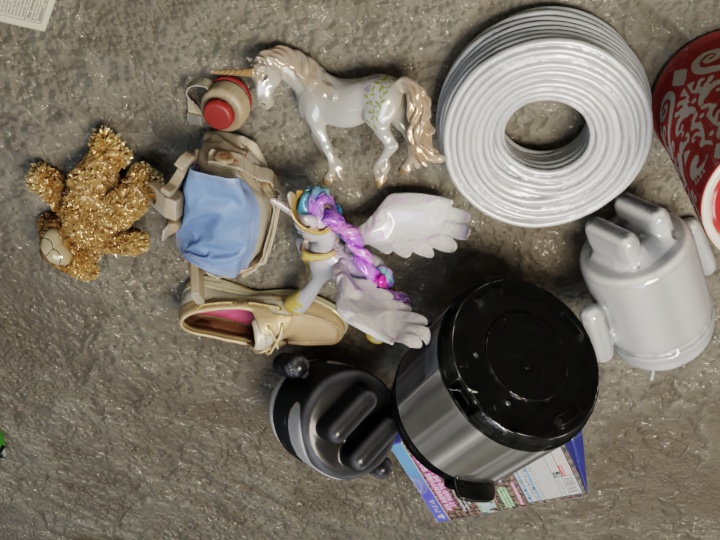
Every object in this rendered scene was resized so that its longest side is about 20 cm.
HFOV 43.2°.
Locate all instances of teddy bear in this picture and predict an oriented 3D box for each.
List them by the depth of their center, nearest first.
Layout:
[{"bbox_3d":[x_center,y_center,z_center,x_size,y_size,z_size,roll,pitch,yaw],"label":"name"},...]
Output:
[{"bbox_3d":[-0.287,-0.063,0.969,0.198,0.067,0.146,-23,120,25],"label":"teddy bear"}]

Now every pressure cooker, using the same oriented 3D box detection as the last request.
[{"bbox_3d":[0.125,0.120,0.928,0.179,0.175,0.200,46,147,7],"label":"pressure cooker"}]

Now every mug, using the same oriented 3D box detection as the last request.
[{"bbox_3d":[0.338,-0.098,0.742,0.175,0.201,0.135,13,123,3],"label":"mug"}]

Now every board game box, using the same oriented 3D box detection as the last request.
[{"bbox_3d":[0.156,0.205,1.105,0.197,0.098,0.160,-16,126,21],"label":"board game box"}]

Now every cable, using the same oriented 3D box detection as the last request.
[{"bbox_3d":[0.167,-0.135,0.836,0.197,0.070,0.201,-18,125,22],"label":"cable"}]

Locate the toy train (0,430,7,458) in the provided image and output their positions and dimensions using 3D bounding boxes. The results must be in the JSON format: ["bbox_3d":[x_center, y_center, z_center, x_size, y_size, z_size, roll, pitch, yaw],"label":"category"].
[{"bbox_3d":[-0.599,0.248,1.299,0.197,0.042,0.057,-1,120,9],"label":"toy train"}]

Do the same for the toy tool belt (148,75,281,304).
[{"bbox_3d":[-0.143,-0.073,0.893,0.123,0.124,0.202,13,131,9],"label":"toy tool belt"}]

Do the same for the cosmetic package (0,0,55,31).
[{"bbox_3d":[-0.346,-0.276,0.740,0.198,0.074,0.104,8,144,-32],"label":"cosmetic package"}]

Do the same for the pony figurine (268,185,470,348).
[{"bbox_3d":[0.000,0.000,0.930,0.190,0.168,0.201,20,153,9],"label":"pony figurine"}]

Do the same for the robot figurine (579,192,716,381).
[{"bbox_3d":[0.291,0.020,0.918,0.169,0.113,0.201,-34,123,-8],"label":"robot figurine"}]

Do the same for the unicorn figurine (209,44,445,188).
[{"bbox_3d":[-0.023,-0.148,0.858,0.197,0.074,0.139,-5,121,12],"label":"unicorn figurine"}]

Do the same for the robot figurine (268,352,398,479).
[{"bbox_3d":[-0.031,0.167,1.048,0.123,0.199,0.153,-3,91,-23],"label":"robot figurine"}]

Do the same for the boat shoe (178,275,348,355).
[{"bbox_3d":[-0.114,0.063,1.046,0.197,0.070,0.074,9,131,1],"label":"boat shoe"}]
